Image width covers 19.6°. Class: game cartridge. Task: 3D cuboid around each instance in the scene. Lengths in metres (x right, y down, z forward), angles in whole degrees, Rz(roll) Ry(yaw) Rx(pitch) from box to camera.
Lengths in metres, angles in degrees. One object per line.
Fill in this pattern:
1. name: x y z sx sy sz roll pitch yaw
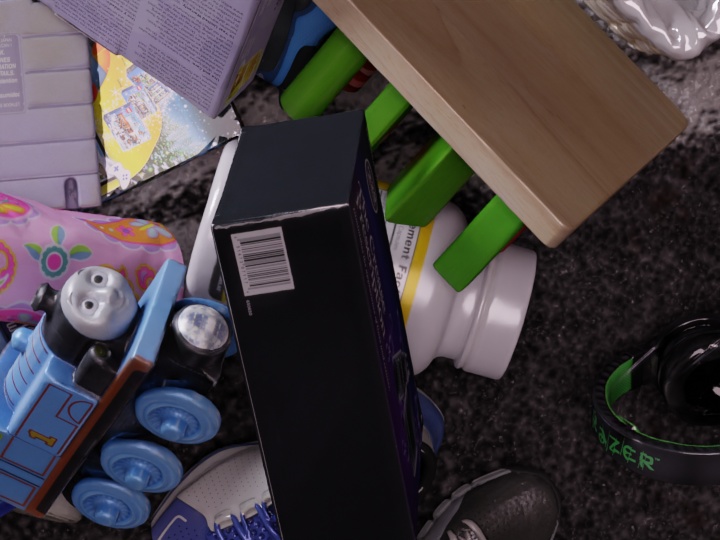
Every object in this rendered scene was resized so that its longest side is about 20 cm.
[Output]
1. game cartridge: -0.256 -0.094 1.227 0.199 0.038 0.131 -5 90 -15

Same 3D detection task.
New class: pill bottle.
1. pill bottle: 0.000 0.000 1.257 0.199 0.111 0.112 17 93 -3

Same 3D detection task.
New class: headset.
1. headset: 0.232 0.061 1.267 0.199 0.123 0.095 -18 124 -28

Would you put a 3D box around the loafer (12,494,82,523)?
1. loafer: -0.262 0.103 1.286 0.199 0.072 0.063 17 77 -9

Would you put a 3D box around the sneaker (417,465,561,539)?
1. sneaker: 0.048 0.202 1.270 0.200 0.116 0.075 -41 94 2

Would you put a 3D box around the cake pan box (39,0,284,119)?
1. cake pan box: -0.128 -0.204 1.162 0.199 0.185 0.052 33 49 7

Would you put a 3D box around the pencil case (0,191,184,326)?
1. pencil case: -0.201 -0.004 1.197 0.199 0.087 0.088 11 94 -35

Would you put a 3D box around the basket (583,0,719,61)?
1. basket: 0.174 -0.252 1.217 0.198 0.161 0.200 44 90 -4

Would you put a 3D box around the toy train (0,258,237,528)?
1. toy train: -0.141 0.067 1.123 0.114 0.200 0.087 24 51 -13

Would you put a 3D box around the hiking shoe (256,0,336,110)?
1. hiking shoe: -0.016 -0.202 1.274 0.087 0.074 0.200 38 90 -30

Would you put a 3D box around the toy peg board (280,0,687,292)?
1. toy peg board: 0.063 -0.099 1.228 0.200 0.199 0.098 47 125 4

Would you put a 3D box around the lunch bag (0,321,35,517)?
1. lunch bag: -0.229 0.065 1.240 0.200 0.094 0.151 -31 83 -38

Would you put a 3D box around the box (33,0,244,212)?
1. box: -0.173 -0.145 1.279 0.136 0.038 0.201 -25 94 0

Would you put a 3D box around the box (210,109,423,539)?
1. box: -0.019 0.033 1.135 0.078 0.141 0.201 -9 114 5

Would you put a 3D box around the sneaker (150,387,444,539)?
1. sneaker: -0.035 0.141 1.259 0.199 0.115 0.081 -29 104 1
